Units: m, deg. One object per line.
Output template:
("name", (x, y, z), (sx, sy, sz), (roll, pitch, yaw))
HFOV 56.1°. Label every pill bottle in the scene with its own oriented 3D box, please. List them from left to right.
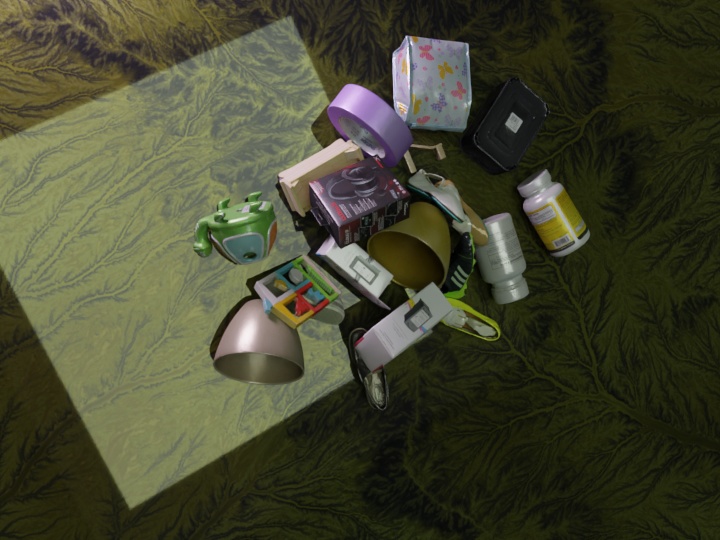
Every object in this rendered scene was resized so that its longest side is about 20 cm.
("pill bottle", (0.342, -0.028, 1.654), (0.112, 0.114, 0.204), (-20, 96, -14))
("pill bottle", (0.479, -0.145, 1.691), (0.112, 0.112, 0.202), (-36, 100, -12))

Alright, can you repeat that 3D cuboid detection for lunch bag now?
("lunch bag", (0.166, -0.430, 1.596), (0.166, 0.127, 0.205), (-1, 82, -17))

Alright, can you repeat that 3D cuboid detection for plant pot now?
("plant pot", (0.132, -0.073, 1.572), (0.199, 0.199, 0.143), (38, 58, -12))

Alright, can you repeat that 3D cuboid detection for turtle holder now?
("turtle holder", (-0.269, -0.080, 1.475), (0.183, 0.140, 0.134), (-23, 114, -23))

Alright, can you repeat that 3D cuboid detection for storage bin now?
("storage bin", (0.354, -0.352, 1.664), (0.134, 0.094, 0.202), (35, 83, -13))

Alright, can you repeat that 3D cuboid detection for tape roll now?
("tape roll", (0.021, -0.322, 1.517), (0.199, 0.200, 0.066), (41, 81, -12))

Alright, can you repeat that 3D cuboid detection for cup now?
("cup", (-0.214, 0.149, 1.480), (0.196, 0.201, 0.146), (11, 62, -15))

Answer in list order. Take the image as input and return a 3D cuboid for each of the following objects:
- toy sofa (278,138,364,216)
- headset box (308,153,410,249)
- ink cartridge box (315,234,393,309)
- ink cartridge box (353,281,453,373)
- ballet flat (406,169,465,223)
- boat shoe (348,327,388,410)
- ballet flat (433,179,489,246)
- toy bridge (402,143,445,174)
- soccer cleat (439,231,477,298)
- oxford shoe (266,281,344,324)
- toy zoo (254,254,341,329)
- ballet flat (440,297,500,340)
("toy sofa", (-0.085, -0.217, 1.560), (0.198, 0.097, 0.084), (-32, 123, -13))
("headset box", (-0.011, -0.149, 1.474), (0.197, 0.078, 0.150), (-24, 55, -17))
("ink cartridge box", (0.000, 0.000, 1.560), (0.199, 0.116, 0.068), (40, 82, -13))
("ink cartridge box", (0.097, 0.132, 1.544), (0.199, 0.148, 0.086), (-36, 82, -29))
("ballet flat", (0.185, -0.182, 1.575), (0.068, 0.200, 0.071), (-22, 132, -27))
("boat shoe", (0.028, 0.234, 1.597), (0.072, 0.065, 0.204), (-22, 95, -12))
("ballet flat", (0.230, -0.132, 1.608), (0.062, 0.069, 0.202), (-10, 54, -33))
("toy bridge", (0.114, -0.266, 1.633), (0.197, 0.027, 0.068), (-27, 97, -14))
("soccer cleat", (0.225, -0.006, 1.601), (0.079, 0.068, 0.202), (-1, 134, -8))
("oxford shoe", (-0.127, 0.066, 1.560), (0.196, 0.076, 0.058), (20, 41, -7))
("toy zoo", (-0.145, 0.050, 1.488), (0.131, 0.021, 0.199), (43, 40, 10))
("ballet flat", (0.259, 0.122, 1.654), (0.197, 0.067, 0.068), (23, 104, -15))
